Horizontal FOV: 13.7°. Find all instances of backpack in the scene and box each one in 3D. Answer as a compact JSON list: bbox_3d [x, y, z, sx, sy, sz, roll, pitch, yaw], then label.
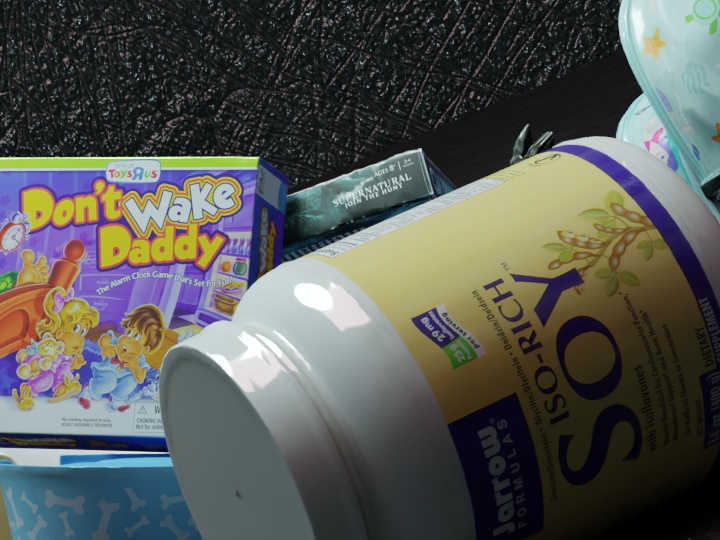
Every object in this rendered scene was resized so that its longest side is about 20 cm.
[{"bbox_3d":[0.203,-0.068,1.322,0.150,0.200,0.177,-29,1,40],"label":"backpack"}]

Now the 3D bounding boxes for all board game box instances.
[{"bbox_3d":[0.000,0.000,1.513,0.135,0.028,0.200,-20,-20,11],"label":"board game box"},{"bbox_3d":[-0.139,0.016,1.421,0.199,0.135,0.045,0,-13,18],"label":"board game box"}]

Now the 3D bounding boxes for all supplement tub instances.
[{"bbox_3d":[0.039,0.047,1.138,0.199,0.146,0.145,-24,7,-23],"label":"supplement tub"}]

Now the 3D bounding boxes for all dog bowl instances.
[{"bbox_3d":[-0.089,0.105,1.294,0.111,0.050,0.200,0,-3,11],"label":"dog bowl"}]

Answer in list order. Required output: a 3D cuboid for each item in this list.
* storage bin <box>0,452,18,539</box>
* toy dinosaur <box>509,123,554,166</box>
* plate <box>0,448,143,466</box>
[{"bbox_3d":[-0.232,0.166,1.268,0.198,0.094,0.200,-21,6,9],"label":"storage bin"},{"bbox_3d":[0.079,-0.008,1.745,0.136,0.102,0.200,-39,18,-34],"label":"toy dinosaur"},{"bbox_3d":[-0.205,0.080,1.501,0.200,0.199,0.032,-53,-9,-51],"label":"plate"}]
